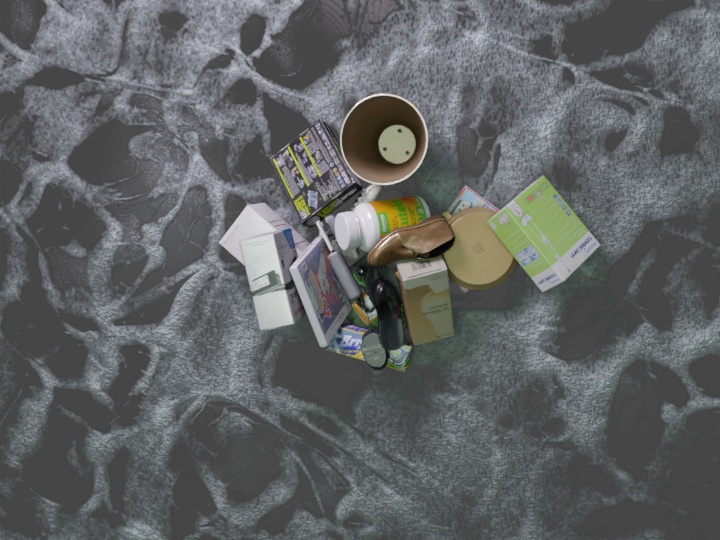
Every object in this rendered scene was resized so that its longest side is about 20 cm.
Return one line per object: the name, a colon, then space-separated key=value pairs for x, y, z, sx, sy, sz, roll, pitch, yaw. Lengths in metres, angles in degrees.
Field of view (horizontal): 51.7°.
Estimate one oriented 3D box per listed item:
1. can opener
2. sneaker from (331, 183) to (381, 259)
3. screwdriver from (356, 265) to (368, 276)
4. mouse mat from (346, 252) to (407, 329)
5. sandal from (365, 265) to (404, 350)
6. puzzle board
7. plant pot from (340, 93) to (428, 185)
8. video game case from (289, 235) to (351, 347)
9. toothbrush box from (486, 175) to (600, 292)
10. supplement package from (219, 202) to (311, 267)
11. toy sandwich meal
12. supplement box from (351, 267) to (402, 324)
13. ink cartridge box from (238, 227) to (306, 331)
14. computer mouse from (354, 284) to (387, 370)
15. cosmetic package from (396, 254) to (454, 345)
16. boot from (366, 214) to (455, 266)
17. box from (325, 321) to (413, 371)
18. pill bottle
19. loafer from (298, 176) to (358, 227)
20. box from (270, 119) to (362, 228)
can opener: x=-0.039 y=-0.033 z=1.683 sx=0.067 sy=0.053 sz=0.201 roll=-29 pitch=86 yaw=6
sneaker: x=0.004 y=-0.116 z=1.744 sx=0.081 sy=0.075 sz=0.201 roll=30 pitch=110 yaw=-1
screwdriver: x=0.000 y=0.000 z=1.681 sx=0.029 sy=0.200 sz=0.028 roll=24 pitch=91 yaw=5
mouse mat: x=0.031 y=0.074 z=1.789 sx=0.161 sy=0.008 sz=0.200 roll=-40 pitch=89 yaw=13
sandal: x=0.064 y=0.080 z=1.673 sx=0.075 sy=0.048 sz=0.202 roll=-13 pitch=89 yaw=-11
puzzle board: x=0.245 y=-0.072 z=1.722 sx=0.150 sy=0.017 sz=0.200 roll=37 pitch=102 yaw=5
plant pot: x=0.067 y=-0.285 z=1.639 sx=0.186 sy=0.200 sz=0.189 roll=2 pitch=98 yaw=11
video game case: x=-0.086 y=0.044 z=1.690 sx=0.023 sy=0.182 sz=0.201 roll=-12 pitch=111 yaw=24
toothbrush box: x=0.398 y=-0.080 z=1.618 sx=0.145 sy=0.086 sz=0.200 roll=-39 pitch=87 yaw=-29
supplement package: x=-0.211 y=-0.050 z=1.765 sx=0.200 sy=0.120 sz=0.121 roll=41 pitch=104 yaw=5
toy sandwich meal: x=0.257 y=-0.050 z=1.683 sx=0.204 sy=0.070 sz=0.207 roll=0 pitch=92 yaw=3
supplement box: x=0.077 y=0.042 z=1.737 sx=0.200 sy=0.067 sz=0.069 roll=-35 pitch=93 yaw=15
ink cartridge box: x=-0.186 y=0.017 z=1.632 sx=0.084 sy=0.145 sz=0.201 roll=-11 pitch=96 yaw=12
computer mouse: x=0.021 y=0.130 z=1.712 sx=0.058 sy=0.034 sz=0.201 roll=-12 pitch=86 yaw=7
cosmetic package: x=0.148 y=0.065 z=1.671 sx=0.105 sy=0.071 sz=0.201 roll=-15 pitch=128 yaw=-2
boot: x=0.111 y=-0.051 z=1.612 sx=0.199 sy=0.074 sz=0.076 roll=-25 pitch=53 yaw=-4
box: x=0.023 y=0.178 z=1.763 sx=0.199 sy=0.070 sz=0.065 roll=14 pitch=98 yaw=7
pill bottle: x=0.049 y=-0.102 z=1.665 sx=0.199 sy=0.111 sz=0.112 roll=-11 pitch=95 yaw=-22
loafer: x=-0.075 y=-0.182 z=1.750 sx=0.072 sy=0.063 sz=0.200 roll=41 pitch=103 yaw=5
box: x=-0.104 y=-0.225 z=1.718 sx=0.160 sy=0.044 sz=0.201 roll=-36 pitch=64 yaw=17
